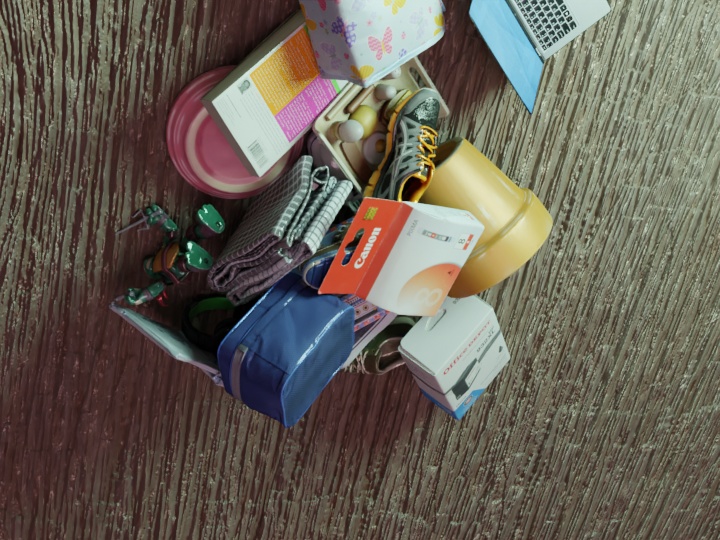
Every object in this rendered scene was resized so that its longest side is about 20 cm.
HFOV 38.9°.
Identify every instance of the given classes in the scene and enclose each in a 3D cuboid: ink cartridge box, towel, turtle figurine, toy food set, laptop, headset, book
[{"bbox_3d":[0.155,0.133,1.644,0.145,0.084,0.200,-48,149,-11],"label":"ink cartridge box"},{"bbox_3d":[-0.120,-0.057,1.436,0.086,0.166,0.200,41,137,-15],"label":"towel"},{"bbox_3d":[-0.282,-0.022,1.485,0.100,0.151,0.199,16,155,-42],"label":"turtle figurine"},{"bbox_3d":[0.059,-0.016,1.401,0.199,0.050,0.163,3,124,-42],"label":"ink cartridge box"},{"bbox_3d":[0.034,-0.211,1.463,0.200,0.060,0.144,-49,124,-17],"label":"toy food set"},{"bbox_3d":[0.258,-0.367,1.442,0.200,0.116,0.187,-36,122,6],"label":"laptop"},{"bbox_3d":[-0.177,0.104,1.552,0.199,0.124,0.094,20,123,16],"label":"headset"},{"bbox_3d":[-0.108,-0.243,1.399,0.200,0.048,0.134,-46,127,-20],"label":"book"}]

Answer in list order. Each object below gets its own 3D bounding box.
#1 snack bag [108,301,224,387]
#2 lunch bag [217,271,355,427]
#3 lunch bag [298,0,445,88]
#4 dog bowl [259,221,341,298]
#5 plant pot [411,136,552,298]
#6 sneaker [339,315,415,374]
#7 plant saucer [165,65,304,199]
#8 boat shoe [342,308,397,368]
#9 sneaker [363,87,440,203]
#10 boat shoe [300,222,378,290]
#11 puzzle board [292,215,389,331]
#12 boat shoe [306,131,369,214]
[{"bbox_3d":[-0.255,0.120,1.498,0.200,0.188,0.021,33,88,-51],"label":"snack bag"},{"bbox_3d":[-0.103,0.099,1.426,0.200,0.132,0.136,-49,156,-33],"label":"lunch bag"},{"bbox_3d":[0.021,-0.366,1.369,0.200,0.127,0.170,-37,127,-26],"label":"lunch bag"},{"bbox_3d":[-0.058,0.028,1.600,0.199,0.074,0.201,-7,120,-11],"label":"dog bowl"},{"bbox_3d":[0.156,-0.092,1.536,0.200,0.200,0.184,-37,107,6],"label":"plant pot"},{"bbox_3d":[0.007,0.134,1.667,0.199,0.090,0.067,-15,122,-7],"label":"sneaker"},{"bbox_3d":[-0.176,-0.189,1.458,0.199,0.051,0.202,-7,120,-11],"label":"plant saucer"},{"bbox_3d":[-0.010,0.059,1.545,0.091,0.071,0.200,30,107,-29],"label":"boat shoe"},{"bbox_3d":[0.075,-0.158,1.438,0.078,0.077,0.201,17,92,-47],"label":"sneaker"},{"bbox_3d":[-0.006,-0.026,1.440,0.199,0.072,0.072,-12,138,-33],"label":"boat shoe"},{"bbox_3d":[0.000,0.000,1.510,0.199,0.017,0.151,-28,89,2],"label":"puzzle board"},{"bbox_3d":[-0.003,-0.131,1.529,0.073,0.067,0.200,-40,121,8],"label":"boat shoe"}]
